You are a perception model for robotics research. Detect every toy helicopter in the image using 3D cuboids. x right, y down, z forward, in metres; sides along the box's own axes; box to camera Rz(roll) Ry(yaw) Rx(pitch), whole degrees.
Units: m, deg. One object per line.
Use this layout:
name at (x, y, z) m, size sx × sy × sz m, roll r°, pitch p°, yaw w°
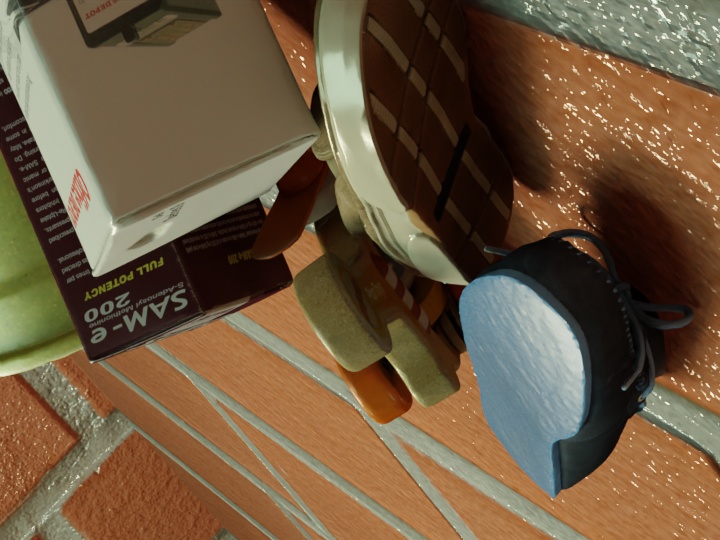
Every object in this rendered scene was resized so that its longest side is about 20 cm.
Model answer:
toy helicopter at (0.000, 0.000, 0.963) m, size 0.133 × 0.079 × 0.200 m, roll 59°, pitch -171°, yaw 0°

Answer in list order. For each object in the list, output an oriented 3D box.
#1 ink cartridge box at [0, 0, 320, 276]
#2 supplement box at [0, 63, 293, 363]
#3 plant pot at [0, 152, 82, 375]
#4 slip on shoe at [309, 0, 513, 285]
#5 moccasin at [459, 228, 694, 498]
ink cartridge box at (-0.099, -0.111, 0.838) m, size 0.201 × 0.084 × 0.146 m, roll 66°, pitch 169°, yaw 1°
supplement box at (-0.108, -0.069, 0.967) m, size 0.201 × 0.061 × 0.109 m, roll 67°, pitch -160°, yaw 2°
plant pot at (-0.186, -0.076, 1.197) m, size 0.200 × 0.200 × 0.185 m, roll 24°, pitch 146°, yaw 61°
slip on shoe at (0.007, -0.055, 0.832) m, size 0.060 × 0.076 × 0.200 m, roll 17°, pitch 165°, yaw 21°
moccasin at (0.082, 0.025, 0.886) m, size 0.081 × 0.068 × 0.200 m, roll 50°, pitch 169°, yaw 13°
